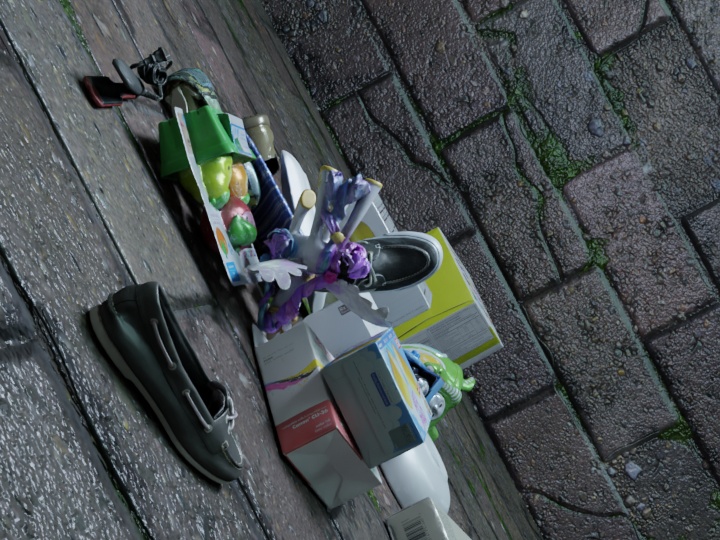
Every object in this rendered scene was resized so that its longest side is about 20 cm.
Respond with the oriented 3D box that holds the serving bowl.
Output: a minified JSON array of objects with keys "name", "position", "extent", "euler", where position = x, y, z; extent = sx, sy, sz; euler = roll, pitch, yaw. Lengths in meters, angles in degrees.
[{"name":"serving bowl","position":[0.078,0.276,1.797],"extent":[0.201,0.066,0.200],"euler":[62,6,-11]}]

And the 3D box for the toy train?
[{"name":"toy train","position":[0.043,0.148,1.733],"extent":[0.114,0.087,0.200],"euler":[46,-12,-35]}]

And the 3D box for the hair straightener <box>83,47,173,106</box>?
[{"name":"hair straightener","position":[-0.229,-0.201,1.319],"extent":[0.041,0.077,0.200],"euler":[60,6,1]}]

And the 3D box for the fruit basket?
[{"name":"fruit basket","position":[-0.150,-0.082,1.394],"extent":[0.185,0.093,0.201],"euler":[-7,73,-83]}]

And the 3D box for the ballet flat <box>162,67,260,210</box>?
[{"name":"ballet flat","position":[-0.193,-0.160,1.552],"extent":[0.201,0.074,0.074],"euler":[61,6,10]}]

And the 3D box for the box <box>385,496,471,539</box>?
[{"name":"box","position":[0.104,0.369,1.606],"extent":[0.200,0.068,0.082],"euler":[54,11,-53]}]

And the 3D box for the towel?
[{"name":"towel","position":[-0.122,-0.071,1.611],"extent":[0.201,0.024,0.145],"euler":[61,-21,4]}]

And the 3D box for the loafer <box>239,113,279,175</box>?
[{"name":"loafer","position":[-0.149,-0.151,1.707],"extent":[0.200,0.076,0.068],"euler":[92,-15,-77]}]

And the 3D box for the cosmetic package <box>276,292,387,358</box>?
[{"name":"cosmetic package","position":[-0.029,0.086,1.553],"extent":[0.081,0.113,0.200],"euler":[62,8,2]}]

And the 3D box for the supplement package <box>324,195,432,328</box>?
[{"name":"supplement package","position":[0.000,-0.004,1.958],"extent":[0.201,0.151,0.151],"euler":[61,7,-4]}]

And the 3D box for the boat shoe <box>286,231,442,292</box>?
[{"name":"boat shoe","position":[0.000,0.000,1.494],"extent":[0.071,0.199,0.072],"euler":[-51,131,-79]}]

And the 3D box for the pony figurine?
[{"name":"pony figurine","position":[-0.046,-0.012,1.381],"extent":[0.166,0.201,0.193],"euler":[25,-9,-18]}]

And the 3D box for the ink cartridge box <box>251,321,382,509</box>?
[{"name":"ink cartridge box","position":[-0.051,0.140,1.342],"extent":[0.117,0.067,0.200],"euler":[57,8,-43]}]

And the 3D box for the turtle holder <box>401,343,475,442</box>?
[{"name":"turtle holder","position":[0.083,0.182,1.903],"extent":[0.132,0.141,0.186],"euler":[40,10,-11]}]

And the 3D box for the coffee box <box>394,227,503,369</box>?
[{"name":"coffee box","position":[0.132,0.079,2.432],"extent":[0.198,0.199,0.200],"euler":[52,11,-52]}]

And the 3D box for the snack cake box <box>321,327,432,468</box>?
[{"name":"snack cake box","position":[0.022,0.134,1.348],"extent":[0.115,0.067,0.200],"euler":[63,6,1]}]

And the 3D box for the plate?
[{"name":"plate","position":[-0.074,-0.047,1.712],"extent":[0.200,0.032,0.201],"euler":[101,-24,-76]}]

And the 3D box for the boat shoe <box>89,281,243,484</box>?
[{"name":"boat shoe","position":[-0.132,0.090,0.960],"extent":[0.200,0.057,0.067],"euler":[58,8,-33]}]
